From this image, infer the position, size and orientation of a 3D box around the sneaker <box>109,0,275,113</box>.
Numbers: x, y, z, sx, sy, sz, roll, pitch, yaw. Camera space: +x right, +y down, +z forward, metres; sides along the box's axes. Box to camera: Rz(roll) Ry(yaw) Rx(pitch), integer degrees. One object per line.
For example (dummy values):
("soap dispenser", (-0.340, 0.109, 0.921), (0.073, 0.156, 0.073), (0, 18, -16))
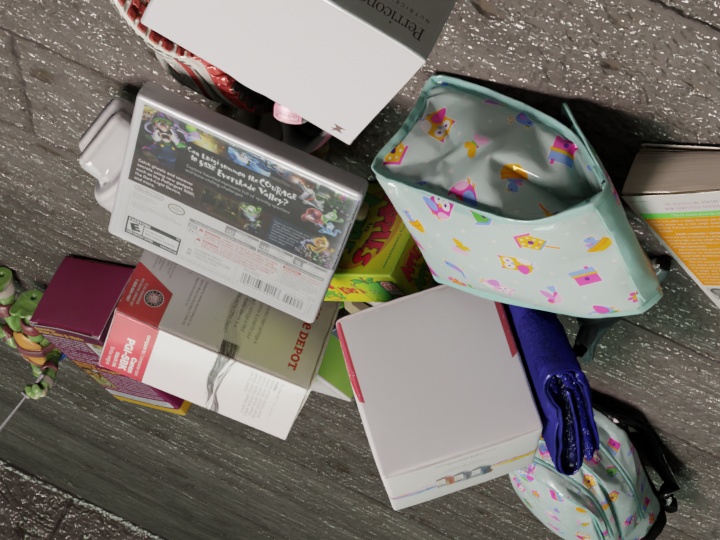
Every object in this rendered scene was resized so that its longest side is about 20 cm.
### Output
("sneaker", (-0.148, -0.192, 1.424), (0.082, 0.078, 0.200), (6, 151, 45))

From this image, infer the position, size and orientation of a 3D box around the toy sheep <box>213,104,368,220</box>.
("toy sheep", (-0.087, -0.081, 1.545), (0.199, 0.139, 0.138), (22, 160, -5))

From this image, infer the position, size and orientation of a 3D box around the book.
("book", (0.303, -0.019, 1.336), (0.133, 0.048, 0.200), (4, 151, 41))

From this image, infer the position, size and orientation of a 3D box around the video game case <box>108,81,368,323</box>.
("video game case", (-0.106, -0.053, 1.471), (0.199, 0.023, 0.182), (24, 141, 1))

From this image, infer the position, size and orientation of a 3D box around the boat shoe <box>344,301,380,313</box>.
("boat shoe", (0.000, 0.000, 1.704), (0.074, 0.069, 0.200), (22, -172, -40))

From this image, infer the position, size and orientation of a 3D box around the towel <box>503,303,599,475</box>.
("towel", (0.155, 0.055, 1.500), (0.049, 0.201, 0.148), (-16, 139, -2))

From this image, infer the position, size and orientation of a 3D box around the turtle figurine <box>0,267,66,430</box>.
("turtle figurine", (-0.480, 0.107, 2.388), (0.198, 0.145, 0.195), (-13, 138, -11))

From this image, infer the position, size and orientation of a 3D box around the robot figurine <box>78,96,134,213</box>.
("robot figurine", (-0.171, -0.078, 1.666), (0.199, 0.113, 0.170), (36, -162, -22))

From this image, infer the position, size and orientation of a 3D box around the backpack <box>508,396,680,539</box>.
("backpack", (0.234, 0.214, 1.847), (0.166, 0.127, 0.200), (18, 155, 30))

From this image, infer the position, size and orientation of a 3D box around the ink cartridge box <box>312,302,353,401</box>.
("ink cartridge box", (-0.042, 0.073, 1.875), (0.148, 0.076, 0.200), (38, 167, -28))

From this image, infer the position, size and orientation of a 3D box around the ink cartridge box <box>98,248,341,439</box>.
("ink cartridge box", (-0.134, 0.058, 1.712), (0.199, 0.147, 0.083), (23, 130, -2))

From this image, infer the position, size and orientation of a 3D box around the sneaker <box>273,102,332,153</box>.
("sneaker", (-0.040, -0.159, 1.363), (0.070, 0.082, 0.200), (20, 158, 17))

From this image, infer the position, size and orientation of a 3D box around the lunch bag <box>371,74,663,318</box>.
("lunch bag", (0.133, -0.047, 1.369), (0.199, 0.122, 0.171), (19, 158, 34))

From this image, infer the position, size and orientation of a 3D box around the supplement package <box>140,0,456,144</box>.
("supplement package", (-0.008, -0.213, 1.032), (0.151, 0.201, 0.151), (29, 159, -9))

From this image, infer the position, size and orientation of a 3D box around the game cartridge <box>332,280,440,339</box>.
("game cartridge", (0.080, 0.083, 1.790), (0.129, 0.039, 0.200), (-25, 129, 38))

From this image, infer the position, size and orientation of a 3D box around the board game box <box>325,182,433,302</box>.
("board game box", (-0.004, -0.026, 1.605), (0.199, 0.102, 0.048), (0, 146, 50))

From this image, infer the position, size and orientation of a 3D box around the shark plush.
("shark plush", (0.194, 0.035, 1.530), (0.090, 0.084, 0.200), (23, 160, -2))

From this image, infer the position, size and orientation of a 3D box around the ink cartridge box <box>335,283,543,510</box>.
("ink cartridge box", (0.069, 0.111, 1.550), (0.143, 0.146, 0.200), (-18, 165, -2))

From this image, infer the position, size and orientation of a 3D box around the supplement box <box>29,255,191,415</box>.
("supplement box", (-0.293, 0.082, 2.200), (0.130, 0.104, 0.200), (11, 154, 37))
